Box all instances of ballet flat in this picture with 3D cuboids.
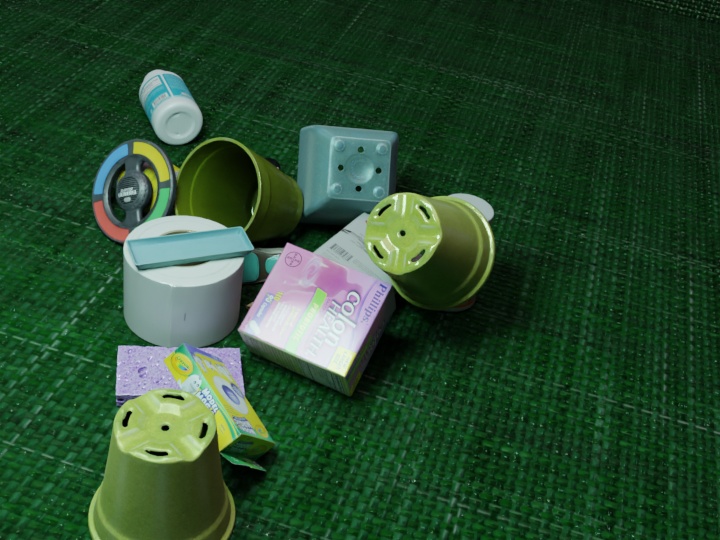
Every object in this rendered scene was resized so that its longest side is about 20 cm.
[{"bbox_3d":[-0.184,-0.011,1.779,0.199,0.068,0.064,0,9,-9],"label":"ballet flat"}]

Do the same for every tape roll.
[{"bbox_3d":[-0.302,0.017,1.635,0.202,0.140,0.203,7,36,-5],"label":"tape roll"}]

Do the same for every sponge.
[{"bbox_3d":[-0.287,0.168,1.528,0.199,0.030,0.112,1,38,-12],"label":"sponge"}]

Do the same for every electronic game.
[{"bbox_3d":[-0.425,-0.147,1.794,0.200,0.200,0.042,33,9,28],"label":"electronic game"}]

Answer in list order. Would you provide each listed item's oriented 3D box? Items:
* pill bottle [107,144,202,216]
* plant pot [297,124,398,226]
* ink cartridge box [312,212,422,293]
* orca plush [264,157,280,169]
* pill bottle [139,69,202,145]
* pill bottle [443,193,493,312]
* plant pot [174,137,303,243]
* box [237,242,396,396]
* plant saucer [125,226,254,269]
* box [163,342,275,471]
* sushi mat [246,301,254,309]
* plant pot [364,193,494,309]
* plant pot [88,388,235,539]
[{"bbox_3d":[-0.404,-0.165,1.874,0.200,0.115,0.114,33,42,28],"label":"pill bottle"},{"bbox_3d":[-0.018,-0.187,1.865,0.196,0.197,0.200,4,0,-9],"label":"plant pot"},{"bbox_3d":[0.000,0.000,1.756,0.144,0.084,0.200,38,42,11],"label":"ink cartridge box"},{"bbox_3d":[-0.248,-0.210,2.008,0.199,0.071,0.105,-12,42,-28],"label":"orca plush"},{"bbox_3d":[-0.431,-0.375,2.151,0.110,0.111,0.200,-8,40,-23],"label":"pill bottle"},{"bbox_3d":[0.178,-0.033,1.768,0.114,0.201,0.114,6,37,-5],"label":"pill bottle"},{"bbox_3d":[-0.212,-0.133,1.803,0.200,0.201,0.193,33,13,28],"label":"plant pot"},{"bbox_3d":[-0.069,0.080,1.583,0.199,0.097,0.176,23,68,15],"label":"box"},{"bbox_3d":[-0.280,-0.036,1.581,0.199,0.019,0.070,-9,41,-23],"label":"plant saucer"},{"bbox_3d":[-0.201,0.205,1.409,0.048,0.117,0.200,-39,64,6],"label":"box"},{"bbox_3d":[-0.105,0.050,1.745,0.096,0.012,0.200,33,41,28],"label":"sushi mat"},{"bbox_3d":[0.101,-0.044,1.588,0.200,0.201,0.184,31,4,25],"label":"plant pot"},{"bbox_3d":[-0.261,0.266,1.275,0.200,0.185,0.201,7,36,-5],"label":"plant pot"}]
